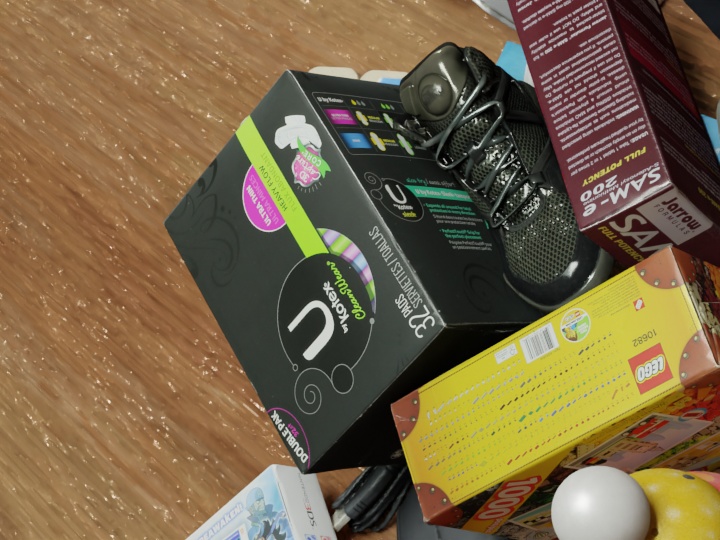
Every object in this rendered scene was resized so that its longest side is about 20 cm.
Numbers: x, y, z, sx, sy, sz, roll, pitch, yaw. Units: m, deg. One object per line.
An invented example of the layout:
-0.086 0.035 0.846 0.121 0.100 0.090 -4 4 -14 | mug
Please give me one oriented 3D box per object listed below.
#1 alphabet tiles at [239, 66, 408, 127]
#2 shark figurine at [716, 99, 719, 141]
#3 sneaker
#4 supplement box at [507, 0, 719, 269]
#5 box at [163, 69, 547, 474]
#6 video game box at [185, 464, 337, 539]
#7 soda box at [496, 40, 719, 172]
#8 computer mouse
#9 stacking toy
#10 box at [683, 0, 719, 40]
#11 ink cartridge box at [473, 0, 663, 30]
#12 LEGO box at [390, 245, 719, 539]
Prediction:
-0.018 -0.046 1.322 0.195 0.015 0.200 7 80 35 | alphabet tiles
0.253 -0.053 1.025 0.090 0.214 0.128 -50 19 -12 | shark figurine
0.077 -0.058 1.077 0.076 0.114 0.200 -42 40 24 | sneaker
0.147 -0.096 1.058 0.061 0.109 0.200 -29 54 23 | supplement box
0.000 0.000 1.145 0.149 0.124 0.200 -48 60 30 | box
-0.079 0.258 1.239 0.200 0.047 0.182 -42 55 32 | video game box
0.164 -0.077 1.155 0.200 0.064 0.068 28 94 41 | soda box
0.057 0.176 1.166 0.138 0.053 0.200 -44 52 19 | computer mouse
0.166 0.151 0.979 0.146 0.200 0.146 -18 57 29 | stacking toy
0.292 -0.169 0.981 0.200 0.197 0.124 6 69 40 | box
0.152 -0.240 1.165 0.200 0.144 0.084 -52 49 13 | ink cartridge box
0.143 0.078 1.062 0.200 0.149 0.077 -32 60 28 | LEGO box
